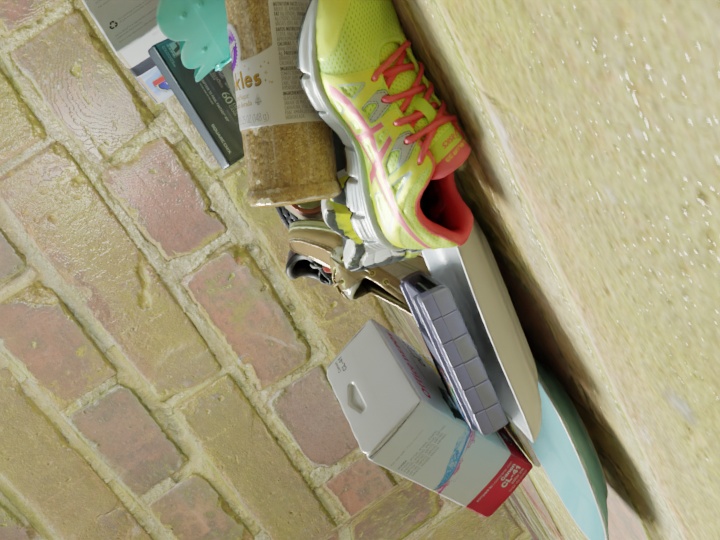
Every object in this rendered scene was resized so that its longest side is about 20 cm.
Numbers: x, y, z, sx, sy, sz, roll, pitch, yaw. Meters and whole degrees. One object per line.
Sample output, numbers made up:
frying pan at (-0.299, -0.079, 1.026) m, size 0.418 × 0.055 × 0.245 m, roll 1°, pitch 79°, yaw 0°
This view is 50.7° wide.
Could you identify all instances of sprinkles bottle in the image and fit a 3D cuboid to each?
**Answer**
sprinkles bottle at (-0.056, -0.147, 0.508) m, size 0.068 × 0.067 × 0.205 m, roll -136°, pitch 39°, yaw -81°

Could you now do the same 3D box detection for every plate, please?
plate at (0.177, 0.148, 0.686) m, size 0.200 × 0.025 × 0.203 m, roll 155°, pitch 91°, yaw -88°
plate at (0.094, 0.020, 0.646) m, size 0.200 × 0.032 × 0.203 m, roll -127°, pitch 13°, yaw -81°

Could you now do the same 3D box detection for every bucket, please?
bucket at (-0.153, -0.298, 0.697) m, size 0.209 × 0.133 × 0.207 m, roll 57°, pitch 179°, yaw 2°

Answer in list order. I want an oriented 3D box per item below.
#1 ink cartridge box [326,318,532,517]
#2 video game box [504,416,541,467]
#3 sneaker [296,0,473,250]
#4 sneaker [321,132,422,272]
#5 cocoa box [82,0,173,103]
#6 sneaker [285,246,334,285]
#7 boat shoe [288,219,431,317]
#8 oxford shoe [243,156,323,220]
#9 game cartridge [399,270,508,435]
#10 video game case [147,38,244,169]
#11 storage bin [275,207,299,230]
ink cartridge box at (0.074, 0.161, 0.823) m, size 0.199 × 0.086 × 0.148 m, roll 37°, pitch -169°, yaw -36°
video game box at (0.141, 0.103, 0.877) m, size 0.184 × 0.046 × 0.200 m, roll 61°, pitch 177°, yaw -19°
sneaker at (0.028, -0.095, 0.475) m, size 0.089 × 0.078 × 0.202 m, roll 17°, pitch 141°, yaw 38°
sneaker at (0.009, -0.061, 0.643) m, size 0.200 × 0.073 × 0.086 m, roll 67°, pitch -170°, yaw -71°
cocoa box at (-0.222, -0.334, 0.933) m, size 0.135 × 0.198 × 0.131 m, roll 55°, pitch 178°, yaw 16°
sneaker at (-0.014, -0.006, 1.041) m, size 0.083 × 0.196 × 0.078 m, roll -69°, pitch -31°, yaw -42°
boat shoe at (0.000, 0.000, 0.847) m, size 0.196 × 0.067 × 0.074 m, roll 19°, pitch 165°, yaw 18°
oxford shoe at (-0.107, -0.136, 0.919) m, size 0.202 × 0.070 × 0.074 m, roll 58°, pitch 169°, yaw 15°
game cartridge at (0.080, 0.070, 0.711) m, size 0.200 × 0.038 × 0.132 m, roll -117°, pitch 7°, yaw -86°
video game case at (-0.127, -0.221, 0.861) m, size 0.019 × 0.200 × 0.144 m, roll -19°, pitch 108°, yaw 47°
storage bin at (-0.085, -0.166, 1.018) m, size 0.203 × 0.093 × 0.135 m, roll 62°, pitch -166°, yaw -1°
